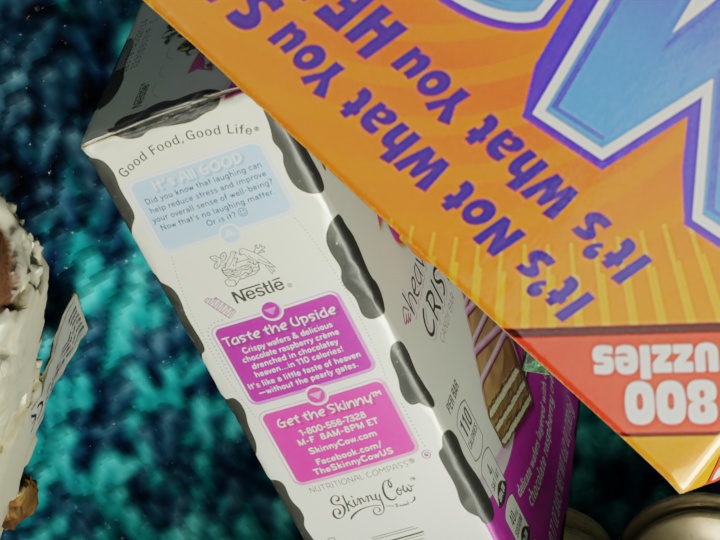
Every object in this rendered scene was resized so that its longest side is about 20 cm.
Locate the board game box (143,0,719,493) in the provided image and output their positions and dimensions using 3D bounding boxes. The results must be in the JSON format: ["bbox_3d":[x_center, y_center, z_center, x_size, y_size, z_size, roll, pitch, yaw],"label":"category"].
[{"bbox_3d":[0.083,-0.102,0.643,0.200,0.200,0.200,42,106,13],"label":"board game box"}]

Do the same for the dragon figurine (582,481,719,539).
[{"bbox_3d":[0.149,0.077,0.965,0.099,0.059,0.200,35,117,-21],"label":"dragon figurine"}]

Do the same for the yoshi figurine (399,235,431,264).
[{"bbox_3d":[0.112,-0.006,0.794,0.199,0.112,0.112,20,84,2],"label":"yoshi figurine"}]

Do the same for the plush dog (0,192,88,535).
[{"bbox_3d":[-0.194,0.047,0.928,0.171,0.160,0.201,20,91,5],"label":"plush dog"}]

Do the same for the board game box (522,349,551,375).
[{"bbox_3d":[0.146,0.013,0.904,0.199,0.105,0.024,10,123,-6],"label":"board game box"}]

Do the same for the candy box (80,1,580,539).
[{"bbox_3d":[0.000,0.000,0.876,0.061,0.137,0.201,-18,119,20],"label":"candy box"}]

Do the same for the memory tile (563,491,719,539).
[{"bbox_3d":[0.139,0.132,0.956,0.199,0.017,0.154,-7,124,5],"label":"memory tile"}]
